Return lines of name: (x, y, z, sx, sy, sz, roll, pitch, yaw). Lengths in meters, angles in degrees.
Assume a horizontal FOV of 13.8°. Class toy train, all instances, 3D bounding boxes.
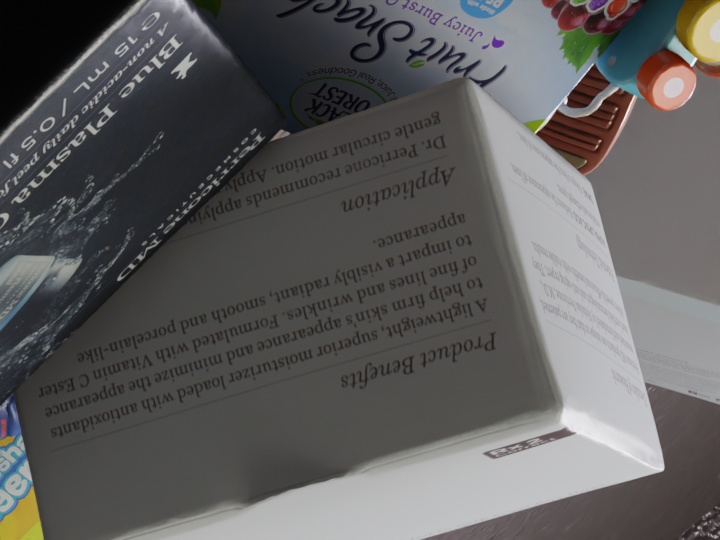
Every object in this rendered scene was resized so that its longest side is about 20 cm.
toy train: (0.123, -0.147, 1.251, 0.055, 0.201, 0.150, 22, 159, -37)

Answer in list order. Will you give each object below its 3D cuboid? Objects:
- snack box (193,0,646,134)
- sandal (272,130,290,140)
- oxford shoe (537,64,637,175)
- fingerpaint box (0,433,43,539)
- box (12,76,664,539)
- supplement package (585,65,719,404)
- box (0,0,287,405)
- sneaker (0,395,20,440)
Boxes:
snack box: (0.011, -0.116, 1.158, 0.199, 0.053, 0.142, 19, 120, -42)
sandal: (0.007, -0.109, 1.258, 0.200, 0.082, 0.055, -42, 146, 2)
oxford shoe: (0.125, -0.142, 1.433, 0.074, 0.071, 0.201, -32, 141, -56)
fingerpaint box: (-0.138, 0.113, 1.335, 0.200, 0.167, 0.073, -45, -150, 2)
box: (-0.008, 0.034, 1.141, 0.198, 0.131, 0.200, -17, 166, 14)
supplement package: (0.170, -0.034, 1.691, 0.200, 0.151, 0.151, 79, 29, -73)
box: (-0.145, -0.042, 0.977, 0.197, 0.117, 0.200, -44, 167, 0)
sneaker: (-0.174, 0.043, 1.207, 0.200, 0.078, 0.075, -39, 164, -22)
